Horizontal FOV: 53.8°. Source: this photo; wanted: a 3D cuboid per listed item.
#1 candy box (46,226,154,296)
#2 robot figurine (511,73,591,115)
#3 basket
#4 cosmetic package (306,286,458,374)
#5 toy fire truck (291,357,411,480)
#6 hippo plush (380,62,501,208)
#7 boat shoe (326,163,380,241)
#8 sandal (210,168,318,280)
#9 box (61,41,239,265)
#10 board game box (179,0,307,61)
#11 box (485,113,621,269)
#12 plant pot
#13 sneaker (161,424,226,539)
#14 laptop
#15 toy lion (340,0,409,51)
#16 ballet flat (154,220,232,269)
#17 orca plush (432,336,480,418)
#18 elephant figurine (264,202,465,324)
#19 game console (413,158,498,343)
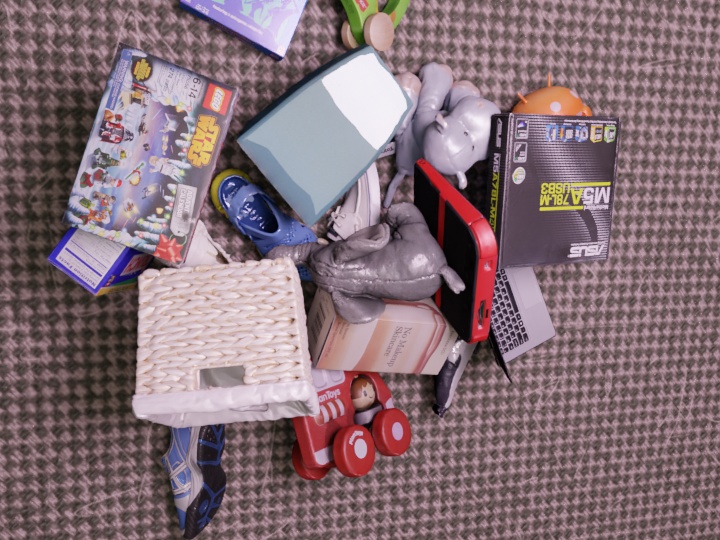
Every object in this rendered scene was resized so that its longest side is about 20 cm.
[{"bbox_3d":[-0.274,-0.073,0.880,0.076,0.169,0.202,37,90,-5],"label":"candy box"},{"bbox_3d":[0.285,-0.178,1.042,0.141,0.117,0.204,-20,105,13],"label":"robot figurine"},{"bbox_3d":[-0.153,0.096,0.850,0.192,0.201,0.165,-5,73,-2],"label":"basket"},{"bbox_3d":[0.030,0.080,1.003,0.195,0.088,0.105,5,126,-24],"label":"cosmetic package"},{"bbox_3d":[-0.023,0.195,1.014,0.198,0.111,0.172,-12,86,-48],"label":"toy fire truck"},{"bbox_3d":[0.103,-0.198,0.966,0.197,0.161,0.162,-30,106,-8],"label":"hippo plush"},{"bbox_3d":[-0.014,-0.059,1.010,0.068,0.071,0.206,-1,108,-15],"label":"boat shoe"},{"bbox_3d":[-0.121,-0.055,0.971,0.199,0.087,0.080,39,87,-19],"label":"sandal"},{"bbox_3d":[-0.227,-0.125,0.777,0.134,0.040,0.205,18,91,-9],"label":"box"},{"bbox_3d":[-0.130,-0.406,0.929,0.149,0.045,0.204,22,92,-18],"label":"board game box"},{"bbox_3d":[0.257,-0.107,0.948,0.195,0.047,0.199,-3,101,-27],"label":"box"},{"bbox_3d":[-0.037,-0.189,0.917,0.199,0.142,0.142,-39,107,10],"label":"plant pot"},{"bbox_3d":[-0.240,0.288,1.015,0.075,0.075,0.205,15,108,22],"label":"sneaker"},{"bbox_3d":[0.218,0.035,1.014,0.197,0.115,0.192,-21,91,-29],"label":"laptop"},{"bbox_3d":[0.010,-0.426,0.935,0.194,0.068,0.201,-56,132,-17],"label":"toy lion"},{"bbox_3d":[-0.200,-0.020,0.898,0.070,0.200,0.074,-2,79,8],"label":"ballet flat"},{"bbox_3d":[0.136,0.118,1.095,0.104,0.070,0.205,-2,110,-60],"label":"orca plush"},{"bbox_3d":[0.000,0.000,0.907,0.196,0.155,0.145,-12,75,-27],"label":"elephant figurine"},{"bbox_3d":[0.118,-0.020,0.930,0.030,0.178,0.203,-17,135,-15],"label":"game console"}]
